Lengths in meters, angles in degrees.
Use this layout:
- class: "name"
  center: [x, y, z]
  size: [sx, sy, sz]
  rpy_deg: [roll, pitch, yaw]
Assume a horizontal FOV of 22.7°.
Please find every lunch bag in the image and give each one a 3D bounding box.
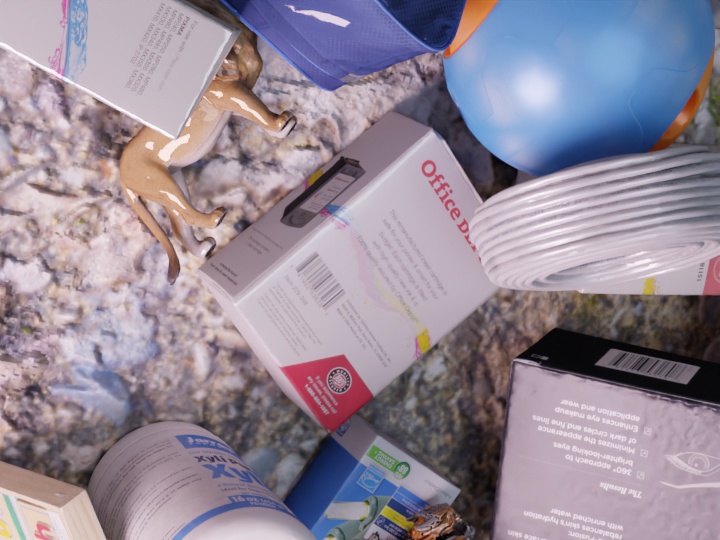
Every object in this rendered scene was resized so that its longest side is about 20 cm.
- class: "lunch bag"
  center: [-0.031, -0.227, 1.237]
  size: [0.200, 0.132, 0.136]
  rpy_deg: [41, 53, -28]

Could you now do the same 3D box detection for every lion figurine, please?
- class: "lion figurine"
  center: [-0.123, -0.102, 1.275]
  size: [0.122, 0.072, 0.200]
  rpy_deg: [35, 97, 4]

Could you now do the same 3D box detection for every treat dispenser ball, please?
- class: "treat dispenser ball"
  center: [0.160, -0.165, 1.316]
  size: [0.200, 0.201, 0.202]
  rpy_deg: [-8, 109, -23]

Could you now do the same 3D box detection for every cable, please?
- class: "cable"
  center: [0.177, -0.033, 1.286]
  size: [0.199, 0.200, 0.070]
  rpy_deg: [-7, 81, -26]

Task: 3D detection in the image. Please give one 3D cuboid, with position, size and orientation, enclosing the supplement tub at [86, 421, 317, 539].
- class: "supplement tub"
  center: [-0.114, 0.202, 1.303]
  size: [0.131, 0.200, 0.133]
  rpy_deg: [-8, 110, -23]

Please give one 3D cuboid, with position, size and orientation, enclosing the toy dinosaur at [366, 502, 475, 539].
- class: "toy dinosaur"
  center: [0.026, 0.280, 1.409]
  size: [0.136, 0.102, 0.200]
  rpy_deg: [40, 105, -19]

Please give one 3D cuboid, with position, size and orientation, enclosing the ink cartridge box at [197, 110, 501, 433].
- class: "ink cartridge box"
  center: [0.000, 0.000, 1.359]
  size: [0.200, 0.086, 0.148]
  rpy_deg: [-40, 120, -11]

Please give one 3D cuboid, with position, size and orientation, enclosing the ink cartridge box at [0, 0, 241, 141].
- class: "ink cartridge box"
  center: [-0.184, -0.167, 1.148]
  size: [0.199, 0.146, 0.083]
  rpy_deg: [29, 94, -8]

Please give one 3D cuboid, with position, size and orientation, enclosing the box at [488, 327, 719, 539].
- class: "box"
  center: [0.218, 0.170, 1.443]
  size: [0.117, 0.196, 0.201]
  rpy_deg: [-26, 126, -65]

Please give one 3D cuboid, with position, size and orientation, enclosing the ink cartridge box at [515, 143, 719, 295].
- class: "ink cartridge box"
  center: [0.222, -0.043, 1.460]
  size: [0.199, 0.067, 0.117]
  rpy_deg: [0, 107, -26]

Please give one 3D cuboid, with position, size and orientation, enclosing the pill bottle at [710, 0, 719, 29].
- class: "pill bottle"
  center: [0.356, -0.246, 1.436]
  size: [0.199, 0.110, 0.110]
  rpy_deg: [-2, 107, -26]

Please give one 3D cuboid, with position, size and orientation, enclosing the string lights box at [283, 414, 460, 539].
- class: "string lights box"
  center: [-0.022, 0.225, 1.435]
  size: [0.103, 0.059, 0.200]
  rpy_deg: [35, 89, -32]

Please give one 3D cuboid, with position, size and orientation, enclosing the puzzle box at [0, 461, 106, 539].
- class: "puzzle box"
  center: [-0.216, 0.234, 1.306]
  size: [0.025, 0.133, 0.201]
  rpy_deg: [-35, 119, -36]
